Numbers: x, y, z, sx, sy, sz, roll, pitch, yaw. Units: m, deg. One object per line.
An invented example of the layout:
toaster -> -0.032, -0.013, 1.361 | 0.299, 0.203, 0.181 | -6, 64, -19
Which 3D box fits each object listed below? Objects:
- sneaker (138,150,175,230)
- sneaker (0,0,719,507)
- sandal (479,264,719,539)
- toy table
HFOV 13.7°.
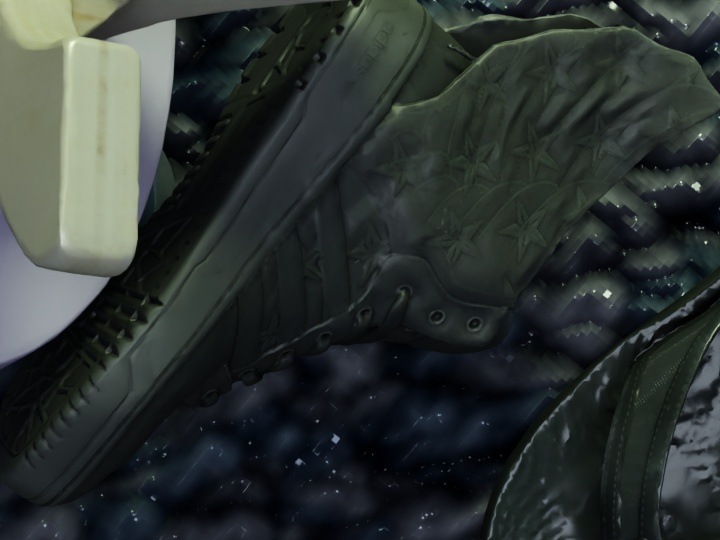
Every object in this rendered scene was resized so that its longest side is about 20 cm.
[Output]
sneaker -> -0.146, -0.036, 0.784 | 0.199, 0.082, 0.070 | 16, 96, -4
sneaker -> -0.001, 0.000, 0.793 | 0.104, 0.060, 0.200 | 38, 85, -24
sandal -> 0.103, 0.037, 0.818 | 0.075, 0.048, 0.201 | 40, 93, -6
toy table -> -0.086, -0.082, 0.727 | 0.183, 0.117, 0.201 | -5, 79, -32
